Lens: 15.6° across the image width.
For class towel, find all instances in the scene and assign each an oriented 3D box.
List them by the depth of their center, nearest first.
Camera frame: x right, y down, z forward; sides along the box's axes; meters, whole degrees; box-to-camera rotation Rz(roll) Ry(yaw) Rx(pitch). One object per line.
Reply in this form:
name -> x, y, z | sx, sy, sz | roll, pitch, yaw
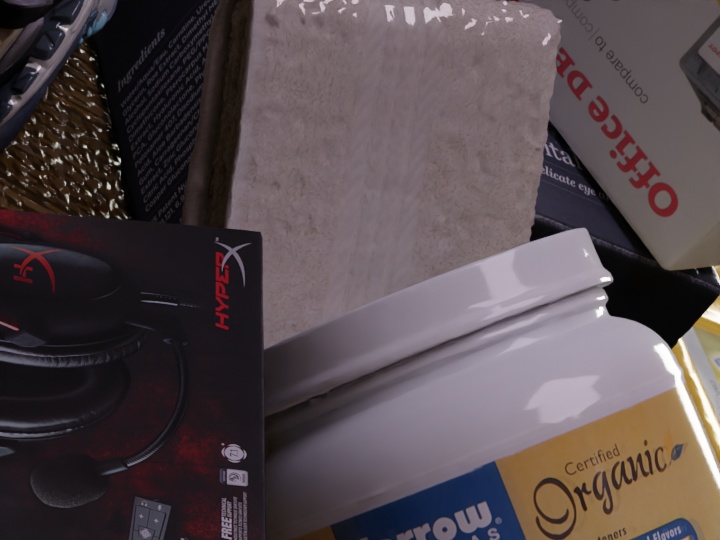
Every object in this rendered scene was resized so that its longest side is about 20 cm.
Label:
towel -> 0.000, 0.000, 0.904 | 0.132, 0.200, 0.034 | 3, 9, -34

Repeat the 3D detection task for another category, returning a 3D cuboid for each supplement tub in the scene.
supplement tub -> 0.051, 0.101, 0.822 | 0.145, 0.145, 0.200 | -16, 83, -57

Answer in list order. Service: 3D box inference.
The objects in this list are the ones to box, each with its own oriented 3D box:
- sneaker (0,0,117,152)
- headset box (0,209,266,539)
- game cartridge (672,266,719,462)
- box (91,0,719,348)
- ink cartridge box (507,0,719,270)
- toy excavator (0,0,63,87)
sneaker -> -0.120, -0.107, 1.001 | 0.086, 0.078, 0.200 | 73, 22, -47
headset box -> -0.128, 0.054, 0.721 | 0.200, 0.075, 0.149 | 5, 41, -7
game cartridge -> 0.192, 0.075, 1.188 | 0.176, 0.032, 0.200 | 20, 37, -34
box -> 0.012, -0.052, 1.051 | 0.197, 0.117, 0.200 | 20, 36, -35
ink cartridge box -> 0.157, -0.116, 0.987 | 0.086, 0.200, 0.148 | -5, 54, -54
toy excavator -> -0.180, -0.142, 0.863 | 0.200, 0.100, 0.194 | 38, 67, -8
